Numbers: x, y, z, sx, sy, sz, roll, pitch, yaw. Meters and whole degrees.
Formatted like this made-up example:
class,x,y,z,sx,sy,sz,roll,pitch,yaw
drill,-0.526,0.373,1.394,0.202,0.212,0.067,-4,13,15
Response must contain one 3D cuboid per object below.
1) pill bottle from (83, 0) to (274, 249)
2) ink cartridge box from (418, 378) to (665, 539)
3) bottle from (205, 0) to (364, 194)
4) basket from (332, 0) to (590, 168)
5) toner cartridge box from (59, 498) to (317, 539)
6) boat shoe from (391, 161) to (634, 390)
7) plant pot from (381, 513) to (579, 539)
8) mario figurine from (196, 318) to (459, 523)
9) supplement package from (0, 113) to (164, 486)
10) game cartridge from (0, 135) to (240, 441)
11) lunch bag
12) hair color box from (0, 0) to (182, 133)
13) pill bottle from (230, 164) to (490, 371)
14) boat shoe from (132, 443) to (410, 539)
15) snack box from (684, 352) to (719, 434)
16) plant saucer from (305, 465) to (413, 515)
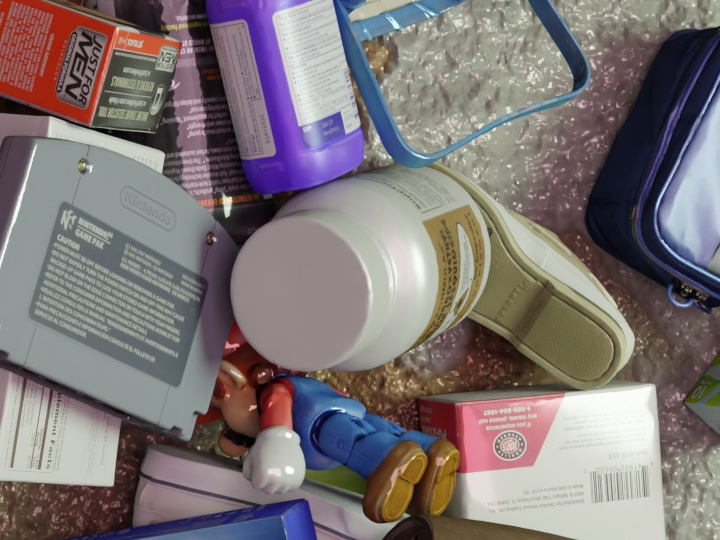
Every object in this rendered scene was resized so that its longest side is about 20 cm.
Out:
class,x,y,z,sx,sy,sz,roll,pitch,yaw
pill bottle,-0.110,-0.075,1.285,0.105,0.106,0.202,-7,92,-17
ink cartridge box,0.123,0.179,1.368,0.143,0.084,0.202,-4,91,-18
bottle,-0.052,-0.150,1.227,0.083,0.065,0.202,-32,111,-57
basket,0.042,-0.176,1.301,0.176,0.139,0.201,-27,89,-40
toner cartridge box,-0.117,0.203,1.257,0.198,0.043,0.096,-13,93,21
boat shoe,0.096,0.000,1.368,0.200,0.068,0.075,44,110,7
plant pot,0.095,0.229,1.213,0.199,0.187,0.188,29,82,-18
mario figurine,-0.040,0.105,1.282,0.106,0.199,0.124,-49,145,-19
supplement package,-0.220,0.014,1.210,0.111,0.155,0.202,14,84,-58
game cartridge,-0.141,0.006,1.152,0.200,0.041,0.135,32,65,-52
lunch bag,0.250,-0.065,1.384,0.135,0.132,0.202,27,82,-15
hair color box,-0.215,-0.139,1.206,0.198,0.101,0.062,20,97,15
pill bottle,0.000,0.000,1.257,0.113,0.200,0.116,3,99,20
boat shoe,-0.048,0.164,1.285,0.198,0.072,0.066,15,93,6
snack box,0.313,0.054,1.368,0.053,0.200,0.143,39,79,-14
plant saucer,-0.027,0.220,1.317,0.198,0.031,0.202,-1,74,4
